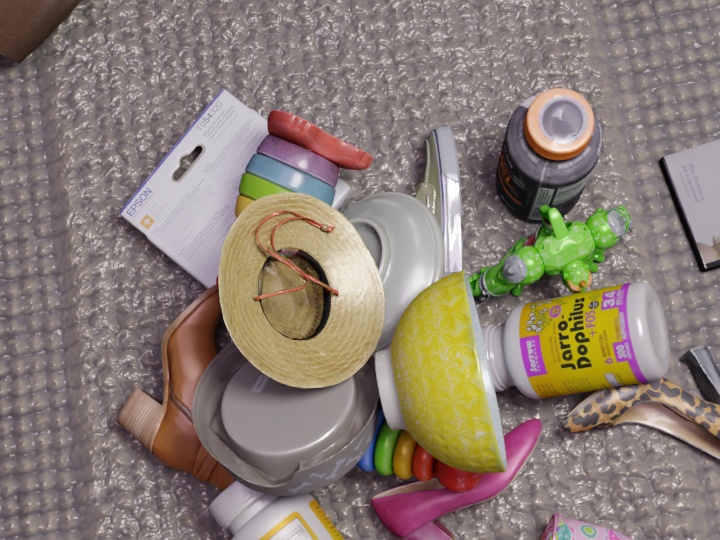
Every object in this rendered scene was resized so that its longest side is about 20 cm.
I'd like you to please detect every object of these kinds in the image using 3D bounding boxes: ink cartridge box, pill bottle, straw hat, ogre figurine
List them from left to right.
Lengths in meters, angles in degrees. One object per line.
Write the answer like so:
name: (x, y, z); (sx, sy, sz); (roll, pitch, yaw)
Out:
ink cartridge box: (-0.144, -0.077, 1.375); (0.199, 0.043, 0.197); (38, 82, 11)
straw hat: (-0.075, 0.028, 1.222); (0.199, 0.085, 0.204); (9, 72, -27)
pill bottle: (-0.070, 0.306, 1.243); (0.112, 0.113, 0.201); (-38, 79, -7)
pill bottle: (0.207, -0.130, 1.295); (0.105, 0.200, 0.108); (0, 75, 2)
ogre figurine: (0.216, -0.022, 1.306); (0.197, 0.120, 0.100); (-5, 87, -1)
pill bottle: (0.223, 0.080, 1.267); (0.198, 0.104, 0.106); (-13, 74, 27)

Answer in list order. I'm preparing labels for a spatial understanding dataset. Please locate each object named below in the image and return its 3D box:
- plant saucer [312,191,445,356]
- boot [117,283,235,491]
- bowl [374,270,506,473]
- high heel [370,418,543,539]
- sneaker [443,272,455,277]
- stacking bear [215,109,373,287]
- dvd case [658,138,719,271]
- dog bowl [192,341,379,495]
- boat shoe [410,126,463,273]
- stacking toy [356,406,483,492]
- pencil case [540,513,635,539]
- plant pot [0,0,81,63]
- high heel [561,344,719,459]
plant saucer: (0.000, 0.000, 1.292); (0.198, 0.050, 0.203); (-20, 56, 34)
boot: (-0.159, 0.132, 1.310); (0.154, 0.074, 0.202); (31, 94, 8)
bowl: (0.074, 0.109, 1.173); (0.106, 0.200, 0.203); (-12, 76, 7)
high heel: (0.106, 0.216, 1.284); (0.096, 0.067, 0.200); (43, 94, 1)
sneaker: (0.060, 0.103, 1.313); (0.107, 0.070, 0.203); (1, 91, 20)
stacking bear: (-0.090, -0.061, 1.296); (0.121, 0.113, 0.202); (24, 89, -31)
dvd case: (0.465, -0.094, 1.372); (0.197, 0.018, 0.144); (-17, 76, -3)
dog bowl: (-0.071, 0.143, 1.220); (0.197, 0.059, 0.202); (-8, 45, 8)
boat shoe: (0.084, -0.067, 1.352); (0.061, 0.072, 0.203); (-2, 78, 2)
stacking toy: (0.038, 0.188, 1.263); (0.198, 0.085, 0.086); (14, 77, 18)
pencil case: (0.283, 0.326, 1.242); (0.198, 0.088, 0.088); (20, 78, 8)
plant pot: (-0.401, -0.357, 1.399); (0.185, 0.187, 0.202); (28, 93, 8)
high heel: (0.330, 0.177, 1.280); (0.198, 0.072, 0.144); (-21, 70, -12)
